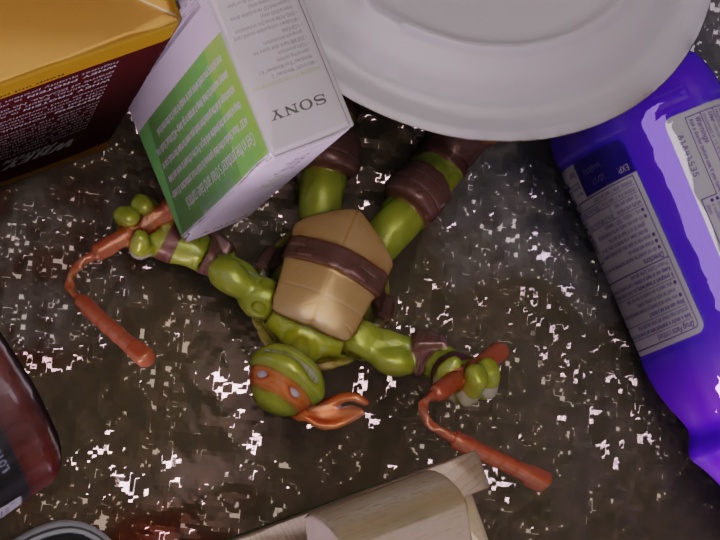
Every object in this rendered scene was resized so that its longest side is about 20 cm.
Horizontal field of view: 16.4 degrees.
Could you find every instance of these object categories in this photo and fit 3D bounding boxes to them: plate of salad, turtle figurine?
[{"bbox_3d":[0.036,-0.132,0.927,0.199,0.048,0.201,6,63,-12],"label":"plate of salad"},{"bbox_3d":[0.000,0.000,0.969,0.199,0.064,0.162,22,67,7],"label":"turtle figurine"}]

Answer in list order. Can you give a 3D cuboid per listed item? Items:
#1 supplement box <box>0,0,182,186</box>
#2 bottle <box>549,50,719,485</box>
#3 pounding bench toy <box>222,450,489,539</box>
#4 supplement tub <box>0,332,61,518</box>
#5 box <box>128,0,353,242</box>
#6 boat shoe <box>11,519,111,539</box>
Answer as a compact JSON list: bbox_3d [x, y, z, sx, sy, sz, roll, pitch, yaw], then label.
[{"bbox_3d":[-0.190,-0.090,0.871,0.197,0.200,0.133,-21,86,-15],"label":"supplement box"},{"bbox_3d":[0.141,0.016,0.990,0.065,0.084,0.201,-22,86,-15],"label":"bottle"},{"bbox_3d":[0.004,0.156,0.843,0.124,0.200,0.157,-18,85,-16],"label":"pounding bench toy"},{"bbox_3d":[-0.214,0.081,0.889,0.200,0.107,0.107,-32,89,-15],"label":"supplement tub"},{"bbox_3d":[-0.071,-0.120,0.876,0.036,0.144,0.201,-20,86,-18],"label":"box"},{"bbox_3d":[-0.153,0.176,0.913,0.069,0.057,0.200,40,75,-4],"label":"boat shoe"}]
